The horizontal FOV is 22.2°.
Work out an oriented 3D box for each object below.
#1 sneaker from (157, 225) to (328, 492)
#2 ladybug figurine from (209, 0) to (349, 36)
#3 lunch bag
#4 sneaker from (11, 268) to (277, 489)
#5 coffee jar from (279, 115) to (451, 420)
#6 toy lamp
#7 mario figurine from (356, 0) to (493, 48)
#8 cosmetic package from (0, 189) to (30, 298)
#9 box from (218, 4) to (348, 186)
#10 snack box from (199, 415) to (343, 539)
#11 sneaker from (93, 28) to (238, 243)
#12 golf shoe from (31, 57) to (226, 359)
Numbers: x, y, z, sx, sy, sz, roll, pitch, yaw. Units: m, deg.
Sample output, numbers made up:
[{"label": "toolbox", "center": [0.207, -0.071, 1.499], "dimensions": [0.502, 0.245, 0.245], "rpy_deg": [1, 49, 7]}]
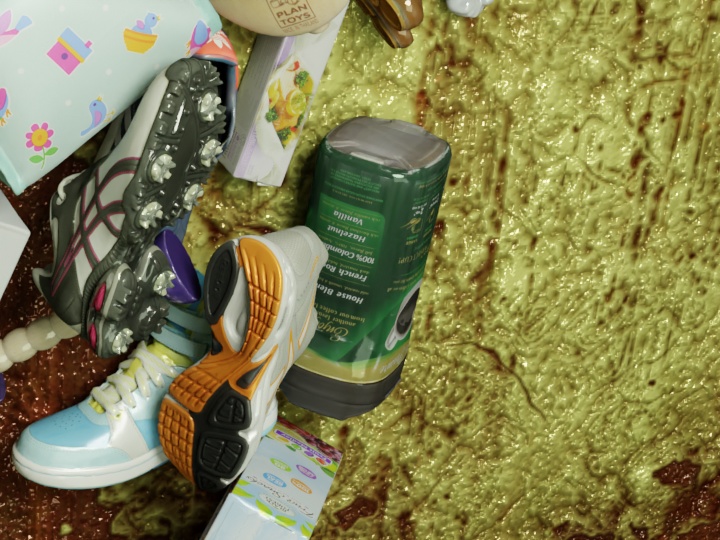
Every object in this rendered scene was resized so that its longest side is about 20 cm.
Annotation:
[{"label": "sneaker", "center": [-0.067, 0.059, 1.218], "dimensions": [0.092, 0.076, 0.201], "rpy_deg": [-25, 144, -52]}, {"label": "ladybug figurine", "center": [-0.065, -0.237, 1.126], "dimensions": [0.135, 0.072, 0.201], "rpy_deg": [-15, 116, 17]}, {"label": "lunch bag", "center": [-0.205, -0.176, 1.070], "dimensions": [0.170, 0.122, 0.200], "rpy_deg": [-39, 126, -11]}, {"label": "sneaker", "center": [-0.147, 0.067, 1.262], "dimensions": [0.199, 0.079, 0.131], "rpy_deg": [-15, 124, -32]}, {"label": "coffee jar", "center": [0.000, 0.000, 1.287], "dimensions": [0.104, 0.085, 0.201], "rpy_deg": [-43, 147, -63]}, {"label": "toy lamp", "center": [-0.202, 0.040, 1.204], "dimensions": [0.199, 0.058, 0.058], "rpy_deg": [-25, 127, 10]}, {"label": "mario figurine", "center": [0.099, -0.216, 1.215], "dimensions": [0.200, 0.123, 0.106], "rpy_deg": [-39, 123, -5]}, {"label": "cosmetic package", "center": [-0.289, 0.034, 1.152], "dimensions": [0.071, 0.101, 0.201], "rpy_deg": [17, 107, -34]}, {"label": "box", "center": [-0.043, -0.154, 1.221], "dimensions": [0.039, 0.041, 0.201], "rpy_deg": [10, 109, -32]}, {"label": "snack box", "center": [-0.087, 0.210, 1.295], "dimensions": [0.067, 0.200, 0.169], "rpy_deg": [29, 103, 1]}, {"label": "sneaker", "center": [-0.125, -0.069, 1.194], "dimensions": [0.075, 0.085, 0.201], "rpy_deg": [1, 115, -29]}, {"label": "golf shoe", "center": [-0.146, -0.045, 1.108], "dimensions": [0.077, 0.088, 0.201], "rpy_deg": [-22, 140, -57]}]
